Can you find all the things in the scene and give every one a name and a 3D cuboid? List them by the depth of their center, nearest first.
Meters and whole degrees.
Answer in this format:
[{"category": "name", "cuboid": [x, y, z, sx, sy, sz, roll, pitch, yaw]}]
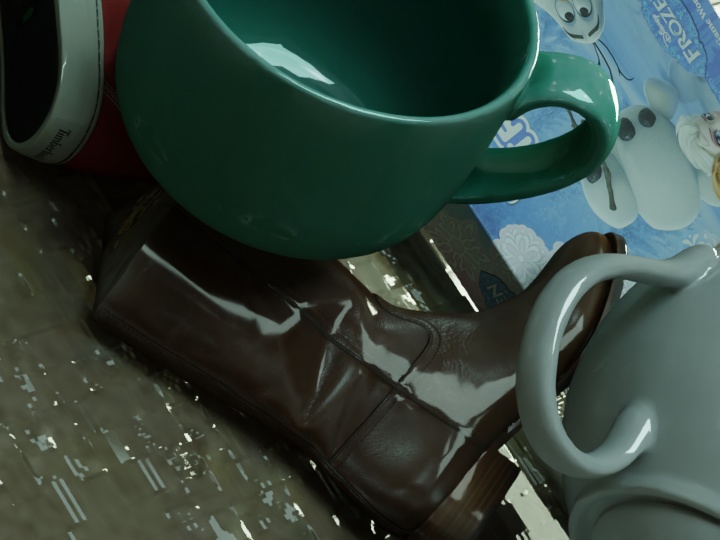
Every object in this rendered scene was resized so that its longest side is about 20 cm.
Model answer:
[{"category": "teapot", "cuboid": [0.152, 0.095, 0.986, 0.200, 0.197, 0.146, 31, 58, 14]}, {"category": "mug", "cuboid": [-0.009, -0.069, 0.990, 0.185, 0.114, 0.152, 43, 46, 11]}, {"category": "boot", "cuboid": [0.000, 0.000, 1.054, 0.200, 0.064, 0.186, 36, 57, -5]}, {"category": "boot", "cuboid": [-0.085, -0.121, 1.100, 0.144, 0.072, 0.200, 15, 56, -33]}, {"category": "board game box", "cuboid": [0.097, -0.081, 1.178, 0.199, 0.043, 0.200, -40, 100, -34]}]
